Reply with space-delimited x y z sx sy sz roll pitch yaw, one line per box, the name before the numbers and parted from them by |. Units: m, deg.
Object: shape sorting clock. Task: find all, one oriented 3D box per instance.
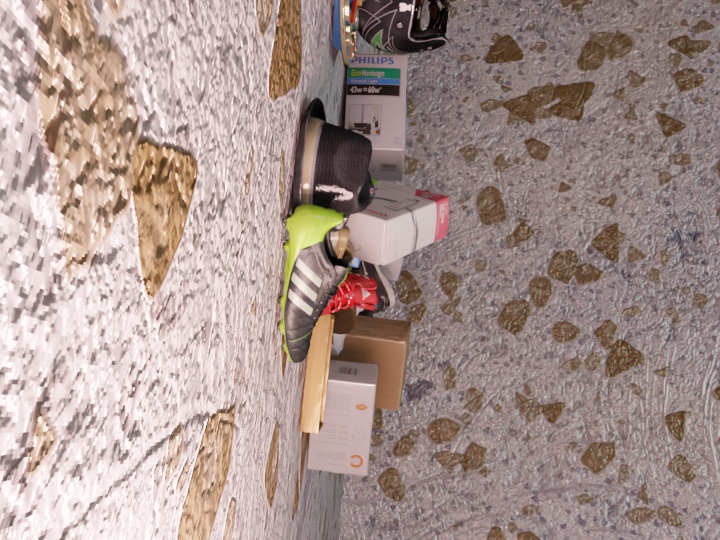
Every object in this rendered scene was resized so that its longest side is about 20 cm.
shape sorting clock | -0.017 -0.442 1.199 0.200 0.039 0.203 6 90 -88

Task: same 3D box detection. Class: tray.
tray | -0.076 0.177 1.291 0.099 0.037 0.203 70 27 -85

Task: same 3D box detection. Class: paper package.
paper package | 0.019 0.218 1.767 0.104 0.188 0.202 -70 165 -62

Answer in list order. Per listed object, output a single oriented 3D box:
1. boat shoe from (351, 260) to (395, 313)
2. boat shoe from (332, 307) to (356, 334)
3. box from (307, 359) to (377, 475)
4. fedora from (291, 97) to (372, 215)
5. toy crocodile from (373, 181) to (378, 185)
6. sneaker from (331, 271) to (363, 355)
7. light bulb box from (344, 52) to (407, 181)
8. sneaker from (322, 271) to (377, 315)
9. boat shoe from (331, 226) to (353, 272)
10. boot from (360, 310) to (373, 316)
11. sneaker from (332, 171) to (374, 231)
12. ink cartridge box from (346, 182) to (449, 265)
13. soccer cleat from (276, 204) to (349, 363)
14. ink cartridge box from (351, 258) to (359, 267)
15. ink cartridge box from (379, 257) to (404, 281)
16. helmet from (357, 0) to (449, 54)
boat shoe | 0.000 0.000 1.537 0.202 0.060 0.074 62 -28 14
boat shoe | -0.040 0.050 1.411 0.201 0.071 0.068 88 9 -51
box | -0.035 0.292 1.464 0.098 0.123 0.203 -76 172 -73
fedora | -0.032 -0.127 0.959 0.201 0.090 0.203 5 90 -87
toy crocodile | 0.008 -0.255 1.972 0.067 0.062 0.201 -43 -162 22
sneaker | -0.013 0.091 1.598 0.075 0.113 0.203 -63 159 -81
light bulb box | 0.033 -0.312 1.514 0.198 0.123 0.203 80 13 -80
sneaker | -0.031 0.030 1.084 0.200 0.114 0.079 -75 171 -74
boat shoe | -0.044 -0.020 1.216 0.200 0.065 0.075 88 8 -71
boot | 0.027 0.087 2.791 0.212 0.078 0.159 -63 155 -53
sneaker | -0.014 -0.122 1.120 0.080 0.086 0.201 -39 -155 33
ink cartridge box | 0.047 -0.089 1.316 0.199 0.145 0.084 -24 124 -48
soccer cleat | -0.057 0.021 0.882 0.068 0.080 0.203 -76 171 -72
ink cartridge box | -0.023 -0.119 1.437 0.116 0.067 0.203 -75 170 -76
ink cartridge box | 0.022 -0.061 1.701 0.201 0.114 0.067 -105 -157 -54
helmet | 0.074 -0.512 1.403 0.199 0.189 0.203 -2 -93 54
